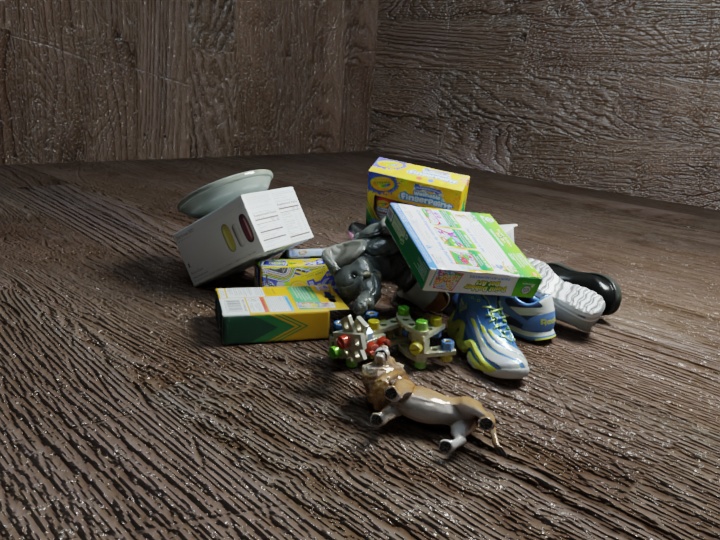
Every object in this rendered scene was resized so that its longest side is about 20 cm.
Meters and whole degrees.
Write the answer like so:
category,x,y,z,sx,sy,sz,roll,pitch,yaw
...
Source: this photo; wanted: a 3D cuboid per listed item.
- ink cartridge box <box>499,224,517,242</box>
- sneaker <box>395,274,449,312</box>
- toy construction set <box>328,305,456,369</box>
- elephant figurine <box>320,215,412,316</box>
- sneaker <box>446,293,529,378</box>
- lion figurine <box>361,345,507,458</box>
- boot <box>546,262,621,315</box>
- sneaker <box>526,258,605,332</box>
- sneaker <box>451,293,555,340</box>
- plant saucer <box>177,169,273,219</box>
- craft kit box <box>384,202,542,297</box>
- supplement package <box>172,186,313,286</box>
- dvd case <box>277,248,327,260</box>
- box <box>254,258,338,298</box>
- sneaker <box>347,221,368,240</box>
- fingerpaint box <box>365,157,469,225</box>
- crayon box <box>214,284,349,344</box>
category,x,y,z,sx,sy,sz,roll,pitch,yaw
ink cartridge box,0.231,-0.041,1.212,0.115,0.067,0.200,-1,12,31
sneaker,0.119,0.044,1.168,0.085,0.073,0.200,39,7,-4
toy construction set,0.031,0.102,0.892,0.199,0.093,0.131,4,13,-43
elephant figurine,0.000,0.000,1.058,0.142,0.155,0.200,48,56,7
sneaker,0.190,0.084,0.940,0.075,0.106,0.200,-2,17,-22
lion figurine,0.084,0.163,0.746,0.199,0.073,0.122,24,9,15
boot,0.369,0.038,1.186,0.157,0.080,0.211,-2,12,-28
sneaker,0.333,0.049,1.110,0.075,0.082,0.200,-34,51,-26
sneaker,0.252,0.058,1.087,0.200,0.083,0.074,16,22,38
plant saucer,-0.261,-0.139,1.232,0.199,0.050,0.200,-22,-1,-1
craft kit box,0.159,-0.035,0.997,0.197,0.049,0.200,2,34,-19
supplement package,-0.225,-0.066,1.190,0.200,0.111,0.156,-23,-1,33
dvd case,-0.070,-0.020,1.260,0.199,0.018,0.143,-3,-12,-20
box,-0.095,0.016,1.159,0.199,0.070,0.064,-3,14,-22
sneaker,0.071,-0.079,1.282,0.199,0.096,0.079,17,20,14
fingerpaint box,0.115,-0.132,1.305,0.199,0.167,0.073,15,39,15
crayon box,-0.131,0.069,1.012,0.199,0.052,0.126,-2,18,-18
